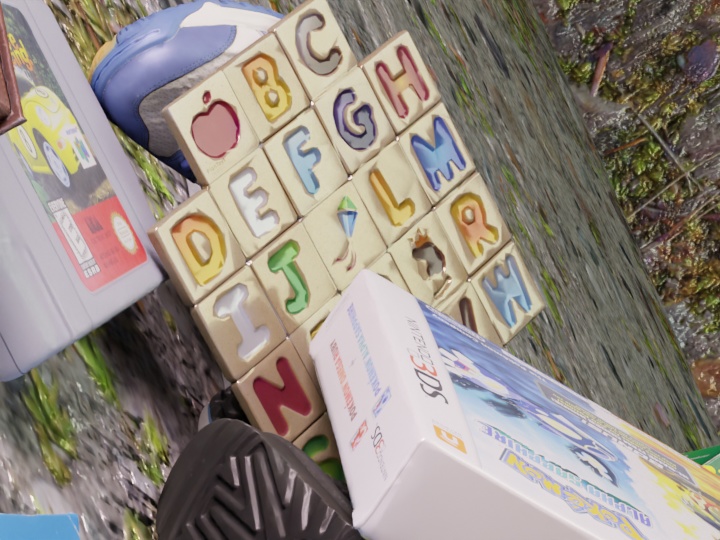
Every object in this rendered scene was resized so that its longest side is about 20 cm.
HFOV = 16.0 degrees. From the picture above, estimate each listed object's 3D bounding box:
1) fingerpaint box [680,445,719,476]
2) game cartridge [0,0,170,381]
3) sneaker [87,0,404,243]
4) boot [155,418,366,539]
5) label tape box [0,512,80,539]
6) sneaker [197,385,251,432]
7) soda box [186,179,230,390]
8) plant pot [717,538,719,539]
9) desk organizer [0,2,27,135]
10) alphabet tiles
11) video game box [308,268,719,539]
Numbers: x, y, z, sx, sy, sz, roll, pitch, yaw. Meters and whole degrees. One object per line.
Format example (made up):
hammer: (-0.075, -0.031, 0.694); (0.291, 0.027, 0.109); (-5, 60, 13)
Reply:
fingerpaint box: (0.151, 0.185, 1.293); (0.200, 0.073, 0.167); (-24, -86, 60)
game cartridge: (-0.123, -0.039, 0.899); (0.133, 0.041, 0.200); (59, 11, -3)
sneaker: (-0.025, -0.040, 1.035); (0.200, 0.075, 0.088); (24, 36, -46)
boot: (0.031, 0.136, 0.891); (0.158, 0.080, 0.211); (28, 17, -37)
label tape box: (-0.050, 0.150, 0.725); (0.201, 0.066, 0.143); (68, 11, 12)
sneaker: (0.000, 0.128, 1.044); (0.200, 0.072, 0.072); (46, 23, -17)
soda box: (-0.031, 0.000, 1.160); (0.063, 0.068, 0.200); (54, 15, -41)
plant pot: (0.099, 0.163, 0.698); (0.187, 0.199, 0.187); (62, 12, -23)
desk organizer: (-0.166, -0.119, 0.783); (0.077, 0.072, 0.200); (48, 19, -48)
alphabet tiles: (0.000, 0.000, 1.010); (0.166, 0.006, 0.200); (-40, 109, -40)
video game box: (0.081, 0.088, 0.913); (0.200, 0.047, 0.182); (30, 14, -15)
